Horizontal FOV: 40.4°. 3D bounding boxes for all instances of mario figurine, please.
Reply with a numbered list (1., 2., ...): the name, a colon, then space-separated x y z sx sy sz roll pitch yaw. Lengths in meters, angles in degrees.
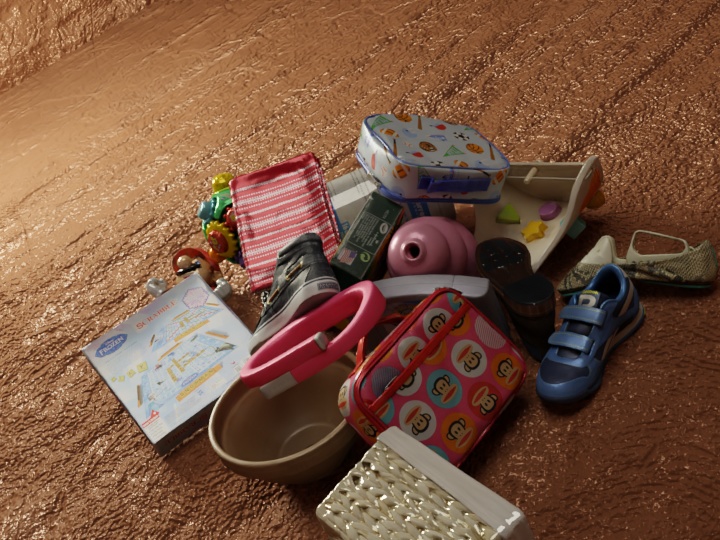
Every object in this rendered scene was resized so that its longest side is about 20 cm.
1. mario figurine: -0.264 0.031 1.500 0.122 0.107 0.201 10 38 -16

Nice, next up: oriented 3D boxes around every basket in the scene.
1. basket: 0.066 0.267 0.936 0.123 0.136 0.199 -39 35 -20

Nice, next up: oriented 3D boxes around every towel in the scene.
1. towel: -0.109 -0.072 1.414 0.143 0.023 0.201 -17 60 3

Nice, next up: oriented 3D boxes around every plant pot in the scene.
1. plant pot: -0.073 0.188 1.173 0.199 0.093 0.201 -17 32 11

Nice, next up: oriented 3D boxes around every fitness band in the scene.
1. fitness band: -0.057 0.079 1.137 0.199 0.038 0.144 -30 14 29

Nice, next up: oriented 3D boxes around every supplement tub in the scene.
1. supplement tub: 0.031 -0.098 1.486 0.199 0.133 0.132 -23 32 1

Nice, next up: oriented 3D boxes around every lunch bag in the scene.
1. lunch bag: 0.095 -0.146 1.334 0.198 0.076 0.161 -3 37 -28
2. lunch bag: 0.074 0.121 1.104 0.200 0.176 0.082 -45 0 -30

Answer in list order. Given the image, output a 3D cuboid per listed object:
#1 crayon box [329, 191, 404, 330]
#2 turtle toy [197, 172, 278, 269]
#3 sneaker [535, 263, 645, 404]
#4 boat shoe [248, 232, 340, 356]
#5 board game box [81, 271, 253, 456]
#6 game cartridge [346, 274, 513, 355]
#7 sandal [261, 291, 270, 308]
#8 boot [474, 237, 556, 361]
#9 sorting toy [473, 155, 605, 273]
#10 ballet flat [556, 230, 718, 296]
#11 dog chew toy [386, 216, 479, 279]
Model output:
1. crayon box: 0.000 0.000 1.336 0.051 0.200 0.127 27 63 7
2. turtle toy: -0.173 -0.062 1.502 0.199 0.147 0.101 11 37 36
3. sneaker: 0.261 0.072 1.145 0.074 0.083 0.200 12 47 39
4. boat shoe: -0.091 0.036 1.267 0.200 0.070 0.092 -45 52 44
5. board game box: -0.251 0.124 1.360 0.199 0.041 0.199 -35 57 -19
6. game cartridge: 0.079 0.061 1.225 0.198 0.134 0.041 -6 43 25
7. sandal: -0.102 0.066 1.422 0.075 0.045 0.201 -20 45 14
8. boot: 0.196 0.034 1.238 0.074 0.098 0.200 -17 27 -2
9. sorting toy: 0.228 -0.061 1.351 0.199 0.107 0.181 8 59 51
10. ballet flat: 0.340 -0.012 1.221 0.198 0.076 0.068 -5 8 27
11. dog chew toy: 0.089 -0.015 1.277 0.123 0.126 0.200 -14 -9 14
